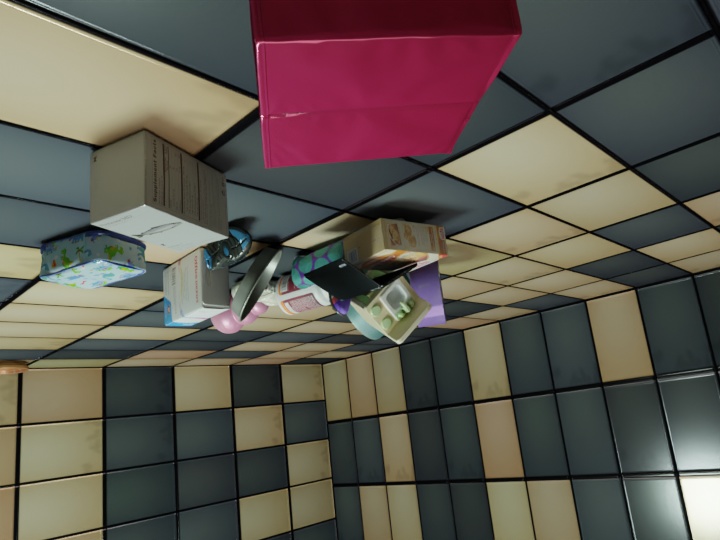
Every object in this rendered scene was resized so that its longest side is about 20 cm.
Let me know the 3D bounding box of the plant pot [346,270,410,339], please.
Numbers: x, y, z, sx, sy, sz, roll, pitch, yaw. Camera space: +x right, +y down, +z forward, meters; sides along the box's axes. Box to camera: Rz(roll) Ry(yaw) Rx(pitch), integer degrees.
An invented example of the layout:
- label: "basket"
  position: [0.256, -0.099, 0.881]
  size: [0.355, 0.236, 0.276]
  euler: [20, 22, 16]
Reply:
- label: "plant pot"
  position: [0.061, 0.070, 1.701]
  size: [0.159, 0.205, 0.198]
  euler: [-35, 154, 25]

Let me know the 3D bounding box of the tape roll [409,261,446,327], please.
- label: "tape roll"
  position: [0.193, 0.056, 1.677]
  size: [0.082, 0.207, 0.200]
  euler: [-9, 166, 10]

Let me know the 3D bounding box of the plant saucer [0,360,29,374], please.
- label: "plant saucer"
  position: [-1.551, 0.421, 2.537]
  size: [0.193, 0.039, 0.201]
  euler: [-7, 166, -2]

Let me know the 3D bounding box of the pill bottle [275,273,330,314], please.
- label: "pill bottle"
  position: [-0.138, 0.051, 1.672]
  size: [0.195, 0.118, 0.113]
  euler: [-15, 164, 31]

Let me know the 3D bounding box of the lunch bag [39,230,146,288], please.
- label: "lunch bag"
  position: [-0.569, -0.020, 1.252]
  size: [0.194, 0.085, 0.160]
  euler: [-13, 163, 23]

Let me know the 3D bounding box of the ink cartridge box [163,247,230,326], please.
- label: "ink cartridge box"
  position: [-0.408, 0.045, 1.449]
  size: [0.083, 0.150, 0.197]
  euler: [7, 160, -43]

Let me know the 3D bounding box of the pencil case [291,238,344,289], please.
- label: "pencil case"
  position: [-0.085, -0.019, 1.488]
  size: [0.196, 0.088, 0.092]
  euler: [-19, -178, 33]

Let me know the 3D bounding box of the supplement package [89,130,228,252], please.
- label: "supplement package"
  position: [-0.316, -0.117, 0.936]
  size: [0.113, 0.122, 0.199]
  euler: [-12, 165, 22]

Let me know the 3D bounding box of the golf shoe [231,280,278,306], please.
- label: "golf shoe"
  position: [-0.278, 0.059, 1.721]
  size: [0.194, 0.078, 0.091]
  euler: [-1, 161, -27]

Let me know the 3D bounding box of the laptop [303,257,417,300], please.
- label: "laptop"
  position: [0.000, 0.000, 1.356]
  size: [0.197, 0.106, 0.175]
  euler: [-30, -174, -37]

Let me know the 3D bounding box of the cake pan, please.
- label: "cake pan"
  position: [-0.256, 0.028, 1.427]
  size: [0.036, 0.204, 0.201]
  euler: [29, 162, -1]

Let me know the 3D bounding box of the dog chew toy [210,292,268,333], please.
- label: "dog chew toy"
  position: [-0.369, 0.116, 1.812]
  size: [0.195, 0.129, 0.124]
  euler: [-21, 163, 16]

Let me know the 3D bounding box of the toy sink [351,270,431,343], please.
- label: "toy sink"
  position: [0.067, 0.077, 1.491]
  size: [0.112, 0.131, 0.199]
  euler: [47, 171, -26]

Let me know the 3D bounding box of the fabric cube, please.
- label: "fabric cube"
  position: [-0.001, -0.228, 0.513]
  size: [0.192, 0.203, 0.200]
  euler: [-6, 165, -10]

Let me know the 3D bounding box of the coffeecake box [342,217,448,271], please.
- label: "coffeecake box"
  position: [0.081, -0.054, 1.353]
  size: [0.195, 0.076, 0.152]
  euler: [3, 163, -37]

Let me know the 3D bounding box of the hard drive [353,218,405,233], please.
- label: "hard drive"
  position: [0.075, -0.079, 1.463]
  size: [0.128, 0.027, 0.199]
  euler: [-12, 165, 18]

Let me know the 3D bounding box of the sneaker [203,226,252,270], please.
- label: "sneaker"
  position: [-0.285, -0.057, 1.314]
  size: [0.080, 0.076, 0.198]
  euler: [-17, 180, -37]

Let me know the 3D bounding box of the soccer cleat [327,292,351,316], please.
- label: "soccer cleat"
  position: [-0.035, 0.027, 1.513]
  size: [0.068, 0.204, 0.073]
  euler: [37, 127, -25]
